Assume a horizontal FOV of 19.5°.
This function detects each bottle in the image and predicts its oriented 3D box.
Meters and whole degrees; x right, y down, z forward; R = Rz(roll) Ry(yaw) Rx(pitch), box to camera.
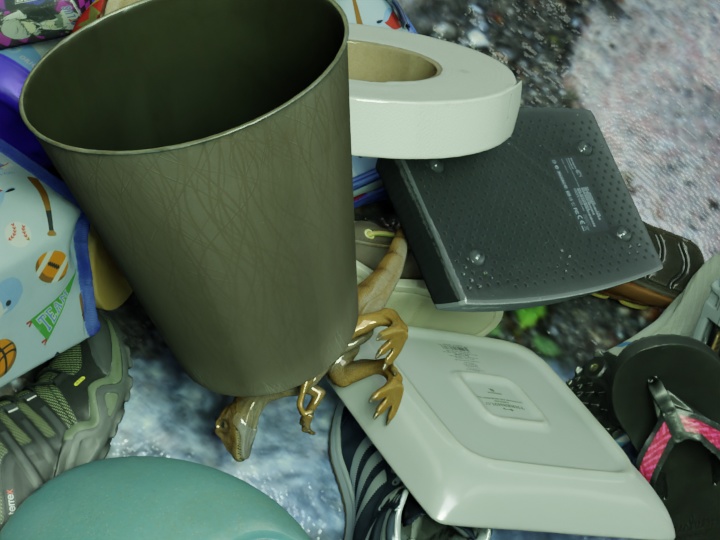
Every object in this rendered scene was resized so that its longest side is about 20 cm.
[{"bbox_3d":[-0.185,-0.150,1.367,0.083,0.065,0.200,39,46,-7],"label":"bottle"}]

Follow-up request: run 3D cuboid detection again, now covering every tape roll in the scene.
[{"bbox_3d":[-0.003,-0.114,1.295,0.201,0.037,0.203,7,19,-2],"label":"tape roll"}]

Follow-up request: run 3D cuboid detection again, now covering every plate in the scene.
[{"bbox_3d":[0.081,0.091,1.307,0.198,0.032,0.200,8,28,-36],"label":"plate"}]

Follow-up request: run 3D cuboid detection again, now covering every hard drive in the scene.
[{"bbox_3d":[0.101,-0.037,1.355,0.199,0.042,0.136,-9,70,-45],"label":"hard drive"}]

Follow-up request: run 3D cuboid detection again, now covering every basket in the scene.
[{"bbox_3d":[-0.073,-0.038,1.166,0.179,0.201,0.137,-14,42,2],"label":"basket"}]

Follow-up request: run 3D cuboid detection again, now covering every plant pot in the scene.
[{"bbox_3d":[-0.087,0.192,1.122,0.199,0.134,0.202,11,72,-37],"label":"plant pot"}]

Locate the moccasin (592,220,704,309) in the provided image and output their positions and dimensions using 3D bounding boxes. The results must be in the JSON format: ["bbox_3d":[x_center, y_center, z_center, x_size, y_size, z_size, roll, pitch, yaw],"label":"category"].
[{"bbox_3d":[0.143,-0.026,1.469,0.200,0.078,0.074,18,68,-22],"label":"moccasin"}]

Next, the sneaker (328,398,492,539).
[{"bbox_3d":[0.030,0.129,1.280,0.070,0.109,0.201,15,55,-19],"label":"sneaker"}]

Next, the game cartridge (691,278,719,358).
[{"bbox_3d":[0.262,0.064,1.391,0.133,0.201,0.042,-18,46,-33],"label":"game cartridge"}]

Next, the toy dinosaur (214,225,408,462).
[{"bbox_3d":[-0.008,0.034,1.260,0.106,0.061,0.200,27,62,41],"label":"toy dinosaur"}]

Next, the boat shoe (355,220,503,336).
[{"bbox_3d":[0.000,0.000,1.374,0.199,0.072,0.060,9,48,-26],"label":"boat shoe"}]

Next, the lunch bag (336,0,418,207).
[{"bbox_3d":[-0.025,-0.112,1.429,0.199,0.076,0.161,-23,75,-35],"label":"lunch bag"}]

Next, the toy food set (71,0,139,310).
[{"bbox_3d":[-0.139,-0.089,1.284,0.048,0.201,0.198,1,24,11],"label":"toy food set"}]

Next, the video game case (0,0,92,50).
[{"bbox_3d":[-0.253,-0.222,1.335,0.180,0.036,0.201,-9,57,14],"label":"video game case"}]

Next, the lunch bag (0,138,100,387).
[{"bbox_3d":[-0.275,-0.015,1.197,0.169,0.125,0.200,-29,47,-36],"label":"lunch bag"}]

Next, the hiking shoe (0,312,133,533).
[{"bbox_3d":[-0.198,0.096,1.201,0.100,0.076,0.201,26,52,-15],"label":"hiking shoe"}]

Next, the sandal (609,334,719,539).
[{"bbox_3d":[0.207,0.120,1.335,0.075,0.201,0.045,-14,38,4],"label":"sandal"}]

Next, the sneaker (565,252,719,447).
[{"bbox_3d":[0.211,0.066,1.424,0.200,0.073,0.072,-39,46,-13],"label":"sneaker"}]
